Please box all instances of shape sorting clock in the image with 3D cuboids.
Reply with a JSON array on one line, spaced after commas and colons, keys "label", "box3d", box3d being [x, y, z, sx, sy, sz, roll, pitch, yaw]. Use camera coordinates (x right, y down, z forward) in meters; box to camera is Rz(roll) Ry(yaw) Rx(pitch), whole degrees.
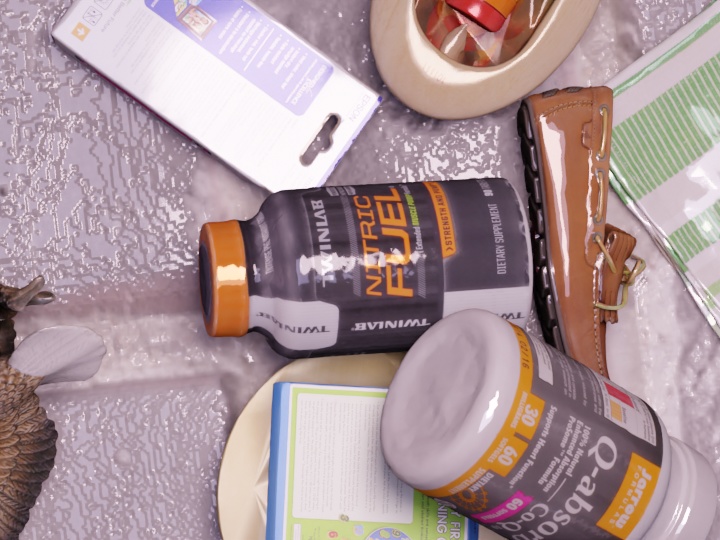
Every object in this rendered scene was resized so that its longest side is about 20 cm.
[{"label": "shape sorting clock", "box3d": [0.008, 0.145, 1.574, 0.198, 0.039, 0.202, 1, 80, -7]}]

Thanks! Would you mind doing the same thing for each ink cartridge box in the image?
[{"label": "ink cartridge box", "box3d": [-0.092, -0.130, 1.596, 0.199, 0.037, 0.095, 36, 84, 1]}]

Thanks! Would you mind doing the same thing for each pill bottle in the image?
[{"label": "pill bottle", "box3d": [0.000, 0.000, 1.547, 0.198, 0.106, 0.107, -4, 87, -11]}, {"label": "pill bottle", "box3d": [0.118, 0.113, 1.523, 0.199, 0.116, 0.117, 30, 84, -30]}]

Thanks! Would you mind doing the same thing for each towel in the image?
[{"label": "towel", "box3d": [0.247, -0.063, 1.620, 0.152, 0.023, 0.200, -37, 89, -6]}]

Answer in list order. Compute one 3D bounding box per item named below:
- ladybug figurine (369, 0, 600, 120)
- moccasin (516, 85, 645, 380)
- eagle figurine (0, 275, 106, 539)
[{"label": "ladybug figurine", "box3d": [0.084, -0.185, 1.592, 0.135, 0.072, 0.200, 36, 85, 0]}, {"label": "moccasin", "box3d": [0.146, -0.016, 1.582, 0.077, 0.074, 0.203, -6, 91, -4]}, {"label": "eagle figurine", "box3d": [-0.257, 0.095, 1.529, 0.151, 0.151, 0.201, 22, 74, -12]}]
